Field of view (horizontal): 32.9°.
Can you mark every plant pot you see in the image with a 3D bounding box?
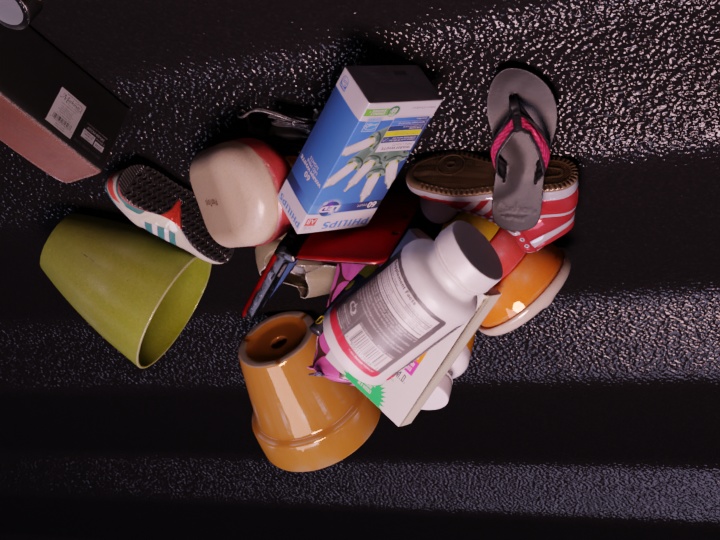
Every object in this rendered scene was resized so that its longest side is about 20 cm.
[{"bbox_3d":[-0.093,0.170,1.845,0.200,0.200,0.184,-4,129,30],"label":"plant pot"},{"bbox_3d":[-0.343,0.006,1.718,0.200,0.187,0.187,30,150,8],"label":"plant pot"}]

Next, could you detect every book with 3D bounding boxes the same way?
[{"bbox_3d":[0.059,0.068,1.467,0.134,0.200,0.048,40,-159,22],"label":"book"}]

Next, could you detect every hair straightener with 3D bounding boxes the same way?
[{"bbox_3d":[-0.052,-0.170,1.417,0.199,0.041,0.077,14,149,12],"label":"hair straightener"}]

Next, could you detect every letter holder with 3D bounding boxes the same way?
[{"bbox_3d":[-0.410,-0.200,1.468,0.142,0.101,0.200,-12,139,41],"label":"letter holder"}]

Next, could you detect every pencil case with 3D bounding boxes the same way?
[{"bbox_3d":[-0.006,0.050,1.597,0.093,0.201,0.091,16,180,38],"label":"pencil case"}]

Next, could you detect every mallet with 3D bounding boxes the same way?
[{"bbox_3d":[0.000,0.000,1.509,0.066,0.200,0.041,31,158,45],"label":"mallet"}]

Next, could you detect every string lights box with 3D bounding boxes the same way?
[{"bbox_3d":[-0.005,-0.131,1.331,0.103,0.059,0.200,-9,144,-37],"label":"string lights box"}]

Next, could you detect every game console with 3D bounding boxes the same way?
[{"bbox_3d":[-0.032,-0.017,1.465,0.118,0.200,0.173,32,120,1],"label":"game console"}]

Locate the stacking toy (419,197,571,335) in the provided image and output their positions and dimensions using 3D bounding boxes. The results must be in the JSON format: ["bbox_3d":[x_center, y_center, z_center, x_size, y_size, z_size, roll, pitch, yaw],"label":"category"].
[{"bbox_3d":[0.146,-0.033,1.487,0.200,0.146,0.146,47,141,-12],"label":"stacking toy"}]

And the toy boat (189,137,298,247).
[{"bbox_3d":[-0.119,-0.103,1.480,0.200,0.130,0.131,1,112,68],"label":"toy boat"}]

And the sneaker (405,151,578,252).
[{"bbox_3d":[0.156,-0.079,1.426,0.199,0.071,0.113,4,144,16],"label":"sneaker"}]

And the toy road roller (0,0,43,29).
[{"bbox_3d":[-0.329,-0.344,1.181,0.146,0.123,0.200,42,142,-19],"label":"toy road roller"}]

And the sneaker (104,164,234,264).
[{"bbox_3d":[-0.258,-0.076,1.642,0.200,0.071,0.093,35,162,-32],"label":"sneaker"}]

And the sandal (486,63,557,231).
[{"bbox_3d":[0.172,-0.124,1.309,0.075,0.045,0.201,2,121,10],"label":"sandal"}]

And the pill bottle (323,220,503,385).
[{"bbox_3d":[0.061,0.034,1.373,0.111,0.111,0.200,35,122,-28],"label":"pill bottle"}]

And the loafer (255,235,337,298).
[{"bbox_3d":[-0.054,0.007,1.664,0.199,0.068,0.076,17,149,-2],"label":"loafer"}]

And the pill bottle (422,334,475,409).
[{"bbox_3d":[0.094,0.073,1.571,0.111,0.201,0.111,12,149,7],"label":"pill bottle"}]
